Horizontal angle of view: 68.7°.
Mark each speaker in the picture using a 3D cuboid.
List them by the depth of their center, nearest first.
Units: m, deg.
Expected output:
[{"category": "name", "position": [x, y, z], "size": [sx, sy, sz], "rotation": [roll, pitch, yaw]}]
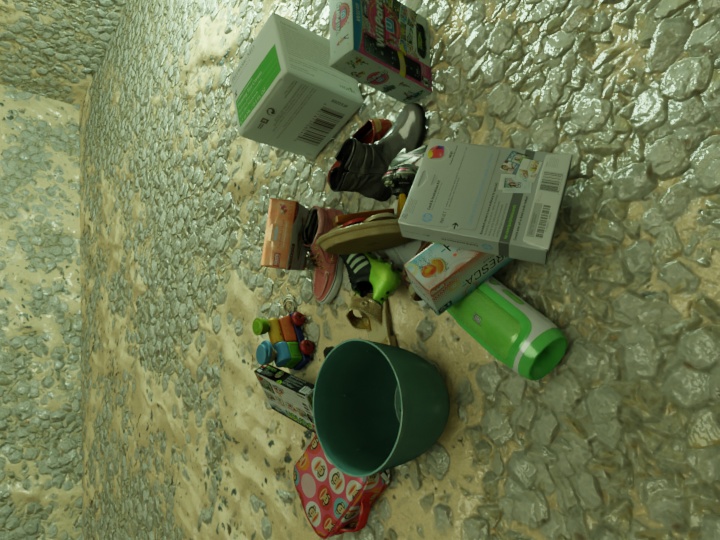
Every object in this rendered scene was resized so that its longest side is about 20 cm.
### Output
[{"category": "speaker", "position": [0.195, 0.066, 0.761], "size": [0.200, 0.088, 0.089], "rotation": [44, 116, 42]}]

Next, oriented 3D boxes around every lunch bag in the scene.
[{"category": "lunch bag", "position": [-0.035, 0.388, 0.971], "size": [0.201, 0.082, 0.176], "rotation": [-58, 47, 24]}]

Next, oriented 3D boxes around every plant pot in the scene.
[{"category": "plant pot", "position": [0.046, 0.215, 0.845], "size": [0.200, 0.160, 0.202], "rotation": [-12, 74, 45]}]

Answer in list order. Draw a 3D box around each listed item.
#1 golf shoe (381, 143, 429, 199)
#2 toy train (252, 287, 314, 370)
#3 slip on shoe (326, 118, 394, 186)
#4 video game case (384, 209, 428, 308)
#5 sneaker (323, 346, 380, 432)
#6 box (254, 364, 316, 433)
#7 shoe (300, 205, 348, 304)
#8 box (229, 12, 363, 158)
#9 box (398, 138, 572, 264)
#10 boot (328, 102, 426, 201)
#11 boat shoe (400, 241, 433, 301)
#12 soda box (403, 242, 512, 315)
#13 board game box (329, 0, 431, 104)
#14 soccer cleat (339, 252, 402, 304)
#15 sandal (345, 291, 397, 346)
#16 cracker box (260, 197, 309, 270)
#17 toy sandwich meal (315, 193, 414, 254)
[{"category": "golf shoe", "position": [0.128, -0.171, 0.852], "size": [0.199, 0.077, 0.089], "rotation": [4, 62, 34]}, {"category": "toy train", "position": [-0.187, 0.120, 1.160], "size": [0.085, 0.115, 0.201], "rotation": [-43, 54, 35]}, {"category": "slip on shoe", "position": [-0.011, -0.236, 1.060], "size": [0.200, 0.061, 0.075], "rotation": [-37, 60, 41]}, {"category": "video game case", "position": [0.124, -0.068, 0.909], "size": [0.200, 0.022, 0.183], "rotation": [-53, 49, 28]}, {"category": "sneaker", "position": [-0.017, 0.224, 0.998], "size": [0.104, 0.060, 0.201], "rotation": [-40, 52, 39]}, {"category": "box", "position": [-0.141, 0.268, 1.103], "size": [0.199, 0.035, 0.111], "rotation": [10, 127, 48]}, {"category": "shoe", "position": [-0.084, -0.032, 1.085], "size": [0.071, 0.091, 0.202], "rotation": [21, 100, 48]}, {"category": "box", "position": [-0.140, -0.384, 1.124], "size": [0.199, 0.199, 0.172], "rotation": [-38, 56, 40]}, {"category": "box", "position": [0.169, -0.100, 0.719], "size": [0.199, 0.041, 0.157], "rotation": [13, 64, 21]}, {"category": "boot", "position": [0.031, -0.220, 0.955], "size": [0.070, 0.131, 0.201], "rotation": [42, 115, 44]}, {"category": "boat shoe", "position": [0.125, -0.045, 0.839], "size": [0.072, 0.072, 0.201], "rotation": [55, 130, 36]}, {"category": "soda box", "position": [0.163, -0.029, 0.748], "size": [0.199, 0.069, 0.064], "rotation": [-36, 49, -7]}, {"category": "board game box", "position": [0.038, -0.400, 0.925], "size": [0.064, 0.199, 0.149], "rotation": [-13, 75, 46]}, {"category": "soccer cleat", "position": [0.000, 0.000, 0.984], "size": [0.081, 0.067, 0.200], "rotation": [-56, 35, -2]}, {"category": "sandal", "position": [0.008, 0.085, 0.979], "size": [0.078, 0.069, 0.213], "rotation": [-40, 56, 37]}, {"category": "cracker box", "position": [-0.149, -0.070, 1.101], "size": [0.057, 0.200, 0.135], "rotation": [9, 91, 5]}, {"category": "toy sandwich meal", "position": [0.015, -0.077, 0.884], "size": [0.204, 0.204, 0.071], "rotation": [-17, 80, 46]}]
